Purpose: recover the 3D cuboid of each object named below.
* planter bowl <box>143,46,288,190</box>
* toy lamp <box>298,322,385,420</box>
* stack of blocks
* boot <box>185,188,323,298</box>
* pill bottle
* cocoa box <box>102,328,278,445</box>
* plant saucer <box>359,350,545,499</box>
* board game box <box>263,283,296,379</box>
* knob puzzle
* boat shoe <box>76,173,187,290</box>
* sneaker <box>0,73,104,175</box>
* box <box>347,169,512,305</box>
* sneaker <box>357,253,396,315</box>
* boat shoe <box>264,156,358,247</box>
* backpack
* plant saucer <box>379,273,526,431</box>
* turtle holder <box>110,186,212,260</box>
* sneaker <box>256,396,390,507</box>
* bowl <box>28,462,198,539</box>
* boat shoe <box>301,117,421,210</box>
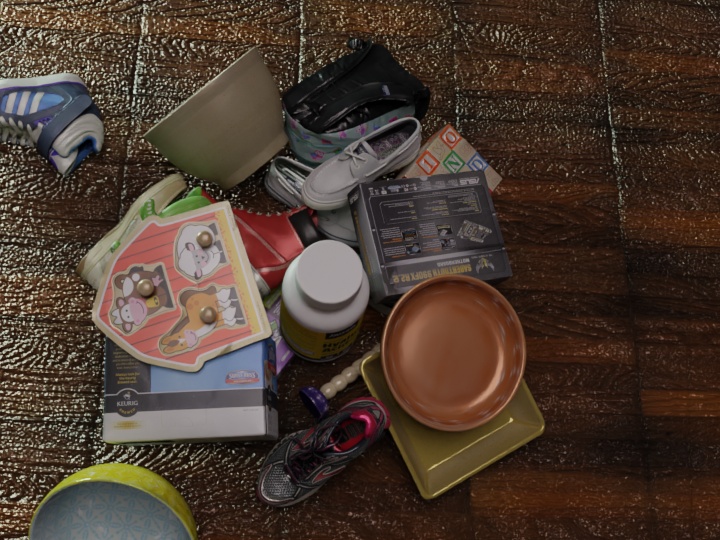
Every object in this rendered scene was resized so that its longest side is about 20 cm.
[{"bbox_3d":[-0.187,-0.199,1.398,0.200,0.200,0.135,-43,105,-20],"label":"planter bowl"},{"bbox_3d":[0.010,0.124,1.344,0.200,0.058,0.058,-38,76,-19],"label":"toy lamp"},{"bbox_3d":[0.099,-0.098,1.425,0.115,0.059,0.200,43,66,-9],"label":"stack of blocks"},{"bbox_3d":[-0.142,-0.071,1.379,0.144,0.073,0.200,-39,64,-10],"label":"boot"},{"bbox_3d":[-0.047,0.037,1.265,0.110,0.200,0.112,2,68,-5],"label":"pill bottle"},{"bbox_3d":[-0.208,0.148,1.243,0.198,0.133,0.132,-3,78,2],"label":"cocoa box"},{"bbox_3d":[0.118,0.170,1.323,0.199,0.048,0.201,-26,89,-17],"label":"plant saucer"},{"bbox_3d":[-0.142,0.089,1.356,0.120,0.032,0.200,34,68,12],"label":"board game box"},{"bbox_3d":[-0.226,0.026,1.182,0.218,0.030,0.221,0,80,1],"label":"knob puzzle"},{"bbox_3d":[-0.303,-0.050,1.375,0.065,0.072,0.200,41,70,-1],"label":"boat shoe"},{"bbox_3d":[-0.466,-0.195,1.406,0.199,0.081,0.147,-17,66,-19],"label":"sneaker"},{"bbox_3d":[0.095,-0.048,1.346,0.199,0.048,0.159,-9,78,-24],"label":"box"},{"bbox_3d":[0.000,0.000,1.382,0.199,0.080,0.078,17,66,1],"label":"sneaker"},{"bbox_3d":[-0.050,-0.097,1.422,0.199,0.067,0.074,25,67,2],"label":"boat shoe"},{"bbox_3d":[-0.017,-0.232,1.449,0.199,0.127,0.167,-31,56,-22],"label":"backpack"},{"bbox_3d":[0.117,0.106,1.284,0.199,0.037,0.202,1,85,-16],"label":"plant saucer"},{"bbox_3d":[-0.241,-0.005,1.283,0.185,0.141,0.132,-42,80,14],"label":"turtle holder"},{"bbox_3d":[-0.055,0.228,1.255,0.200,0.075,0.081,-40,83,10],"label":"sneaker"},{"bbox_3d":[-0.284,0.303,1.193,0.199,0.201,0.108,11,24,-2],"label":"bowl"},{"bbox_3d":[0.005,-0.152,1.371,0.199,0.069,0.072,-26,66,-20],"label":"boat shoe"}]
